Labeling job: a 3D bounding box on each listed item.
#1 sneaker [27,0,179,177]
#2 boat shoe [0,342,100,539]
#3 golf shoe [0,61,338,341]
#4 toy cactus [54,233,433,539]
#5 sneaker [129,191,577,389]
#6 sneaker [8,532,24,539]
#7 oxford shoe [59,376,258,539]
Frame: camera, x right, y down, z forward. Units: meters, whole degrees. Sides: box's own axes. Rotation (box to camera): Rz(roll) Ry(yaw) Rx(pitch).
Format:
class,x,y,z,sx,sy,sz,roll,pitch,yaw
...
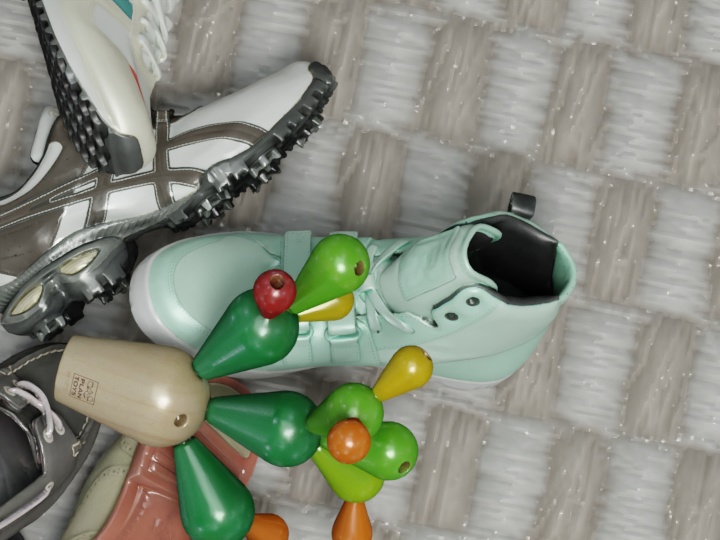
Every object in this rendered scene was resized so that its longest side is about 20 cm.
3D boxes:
class,x,y,z,sx,sy,sz,roll,pitch,yaw
sneaker,-0.112,-0.134,1.403,0.093,0.071,0.200,-17,51,-8
boat shoe,-0.177,0.095,1.365,0.067,0.057,0.200,44,53,1
golf shoe,-0.105,-0.055,1.419,0.200,0.078,0.095,-35,84,-6
toy cactus,-0.057,0.073,1.323,0.164,0.102,0.201,15,124,6
sneaker,0.000,0.000,1.367,0.199,0.118,0.074,6,64,-19
sneaker,-0.247,0.128,1.408,0.199,0.072,0.083,29,127,-10
oxford shoe,-0.113,0.140,1.398,0.071,0.074,0.201,36,78,-18
